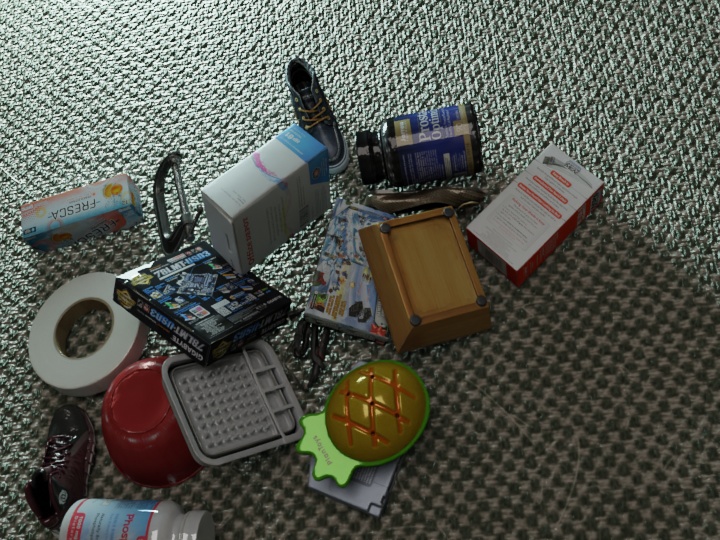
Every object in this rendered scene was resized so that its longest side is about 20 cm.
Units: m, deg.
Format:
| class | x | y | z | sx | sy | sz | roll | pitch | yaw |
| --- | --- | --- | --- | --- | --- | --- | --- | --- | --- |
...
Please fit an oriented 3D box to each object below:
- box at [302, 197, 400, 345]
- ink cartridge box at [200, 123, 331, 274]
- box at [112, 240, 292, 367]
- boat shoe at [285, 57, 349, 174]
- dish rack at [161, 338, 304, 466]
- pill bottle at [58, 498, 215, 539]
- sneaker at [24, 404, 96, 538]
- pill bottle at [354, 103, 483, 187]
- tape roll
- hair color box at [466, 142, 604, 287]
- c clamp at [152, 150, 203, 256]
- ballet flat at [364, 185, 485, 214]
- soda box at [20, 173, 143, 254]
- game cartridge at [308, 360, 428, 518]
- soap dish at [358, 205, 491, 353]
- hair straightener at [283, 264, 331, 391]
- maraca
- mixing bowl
| class | x | y | z | sx | sy | sz | roll | pitch | yaw |
| --- | --- | --- | --- | --- | --- | --- | --- | --- | --- |
| box | 0.000 | 0.000 | 1.375 | 0.134 | 0.040 | 0.204 | 17 | 66 | -3 |
| ink cartridge box | -0.145 | -0.111 | 1.397 | 0.084 | 0.146 | 0.199 | 37 | 62 | 24 |
| box | -0.238 | 0.044 | 1.356 | 0.196 | 0.051 | 0.199 | 30 | 31 | 22 |
| boat shoe | -0.080 | -0.262 | 1.508 | 0.070 | 0.091 | 0.203 | -24 | 63 | -2 |
| dish rack | -0.187 | 0.193 | 1.288 | 0.198 | 0.044 | 0.174 | -8 | 63 | -44 |
| pill bottle | -0.309 | 0.377 | 1.243 | 0.195 | 0.109 | 0.111 | -2 | 64 | 10 |
| sneaker | -0.443 | 0.282 | 1.308 | 0.074 | 0.116 | 0.204 | -12 | 64 | 4 |
| pill bottle | 0.094 | -0.197 | 1.435 | 0.195 | 0.112 | 0.114 | -10 | 63 | 5 |
| tape roll | -0.434 | 0.100 | 1.426 | 0.198 | 0.037 | 0.207 | -7 | 60 | 12 |
| hair color box | 0.270 | -0.087 | 1.379 | 0.200 | 0.064 | 0.111 | -44 | 64 | -9 |
| c clamp | -0.300 | -0.115 | 1.460 | 0.027 | 0.172 | 0.203 | 2 | 50 | -32 |
| ballet flat | 0.101 | -0.105 | 1.420 | 0.195 | 0.067 | 0.048 | -1 | 79 | 12 |
| soda box | -0.474 | -0.096 | 1.519 | 0.196 | 0.064 | 0.070 | -17 | 63 | 3 |
| game cartridge | 0.005 | 0.239 | 1.291 | 0.131 | 0.041 | 0.203 | 19 | 70 | 14 |
| soap dish | 0.099 | 0.006 | 1.325 | 0.154 | 0.081 | 0.204 | -13 | 71 | -17 |
| hair straightener | -0.078 | 0.086 | 1.381 | 0.075 | 0.041 | 0.204 | 5 | 71 | 13 |
| maraca | 0.004 | 0.208 | 1.226 | 0.198 | 0.107 | 0.138 | -35 | 64 | -6 |
| mixing bowl | -0.306 | 0.209 | 1.322 | 0.195 | 0.109 | 0.204 | -4 | 64 | 8 |
